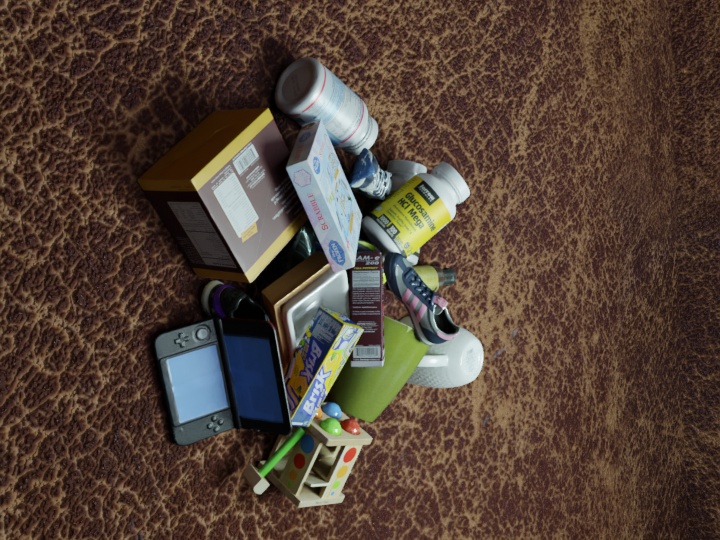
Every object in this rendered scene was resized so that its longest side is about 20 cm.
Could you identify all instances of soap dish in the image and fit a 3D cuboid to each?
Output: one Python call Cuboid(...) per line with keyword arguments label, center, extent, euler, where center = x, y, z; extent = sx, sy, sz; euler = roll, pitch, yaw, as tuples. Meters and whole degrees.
Cuboid(label="soap dish", center=(-0.094, 0.076, 1.479), extent=(0.157, 0.081, 0.201), euler=(-38, 144, -28))

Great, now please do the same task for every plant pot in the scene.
Cuboid(label="plant pot", center=(0.022, 0.187, 1.649), extent=(0.187, 0.187, 0.201), euler=(26, 86, -49))

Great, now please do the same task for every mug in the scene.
Cuboid(label="mug", center=(0.152, 0.181, 1.791), extent=(0.199, 0.175, 0.149), euler=(-1, 95, -50))

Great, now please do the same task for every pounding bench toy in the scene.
Cuboid(label="pounding bench toy", center=(-0.102, 0.320, 1.502), extent=(0.199, 0.124, 0.157), euler=(12, 107, -50))

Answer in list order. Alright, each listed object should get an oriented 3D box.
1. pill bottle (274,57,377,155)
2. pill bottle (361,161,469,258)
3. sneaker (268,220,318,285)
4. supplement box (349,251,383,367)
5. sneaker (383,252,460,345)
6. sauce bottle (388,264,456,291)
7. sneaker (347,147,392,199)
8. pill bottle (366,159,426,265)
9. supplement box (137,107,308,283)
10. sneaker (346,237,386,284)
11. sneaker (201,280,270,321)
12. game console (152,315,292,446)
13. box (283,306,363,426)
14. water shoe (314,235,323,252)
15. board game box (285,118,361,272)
Cuboid(label="pill bottle", center=(-0.056, -0.292, 1.531), extent=(0.200, 0.108, 0.109), euler=(32, 70, -48))
Cuboid(label="pill bottle", center=(0.108, -0.113, 1.604), extent=(0.200, 0.112, 0.113), euler=(-41, 129, -6))
Cuboid(label="sneaker", center=(-0.113, -0.037, 1.521), extent=(0.079, 0.075, 0.201), euler=(5, 101, -42))
Cuboid(label="supplement box", center=(0.012, 0.068, 1.511), extent=(0.109, 0.060, 0.202), euler=(6, 84, -87))
Cuboid(label="sneaker", center=(0.117, 0.046, 1.543), extent=(0.201, 0.082, 0.070), euler=(57, 48, -19))
Cuboid(label="sauce bottle", center=(0.142, 0.019, 1.846), extent=(0.199, 0.064, 0.065), euler=(-5, 98, -49))
Cuboid(label="sneaker", center=(0.025, -0.175, 1.574), extent=(0.085, 0.200, 0.077), euler=(23, 90, -6))
Cuboid(label="pill bottle", center=(0.079, -0.118, 1.716), extent=(0.111, 0.111, 0.201), euler=(19, 79, -50))
Cuboid(label="supplement box", center=(-0.206, -0.122, 1.350), extent=(0.197, 0.132, 0.201), euler=(-51, 130, -34))
Cuboid(label="sneaker", center=(0.000, 0.000, 1.636), extent=(0.081, 0.074, 0.200), euler=(-56, 153, -20))
Cuboid(label="sneaker", center=(-0.187, 0.103, 1.425), extent=(0.070, 0.099, 0.201), euler=(-57, 137, -28))
Cuboid(label="game console", center=(-0.221, 0.184, 1.346), extent=(0.171, 0.119, 0.201), euler=(-16, 108, -26))
Cuboid(label="box", center=(-0.080, 0.167, 1.440), extent=(0.070, 0.064, 0.201), euler=(20, 102, -57))
Cuboid(label="water shoe", center=(-0.070, -0.063, 1.566), extent=(0.071, 0.079, 0.201), euler=(-40, 124, -40))
Cuboid(label="board game box", center=(-0.056, -0.130, 1.418), extent=(0.200, 0.041, 0.200), euler=(-82, 152, -62))
